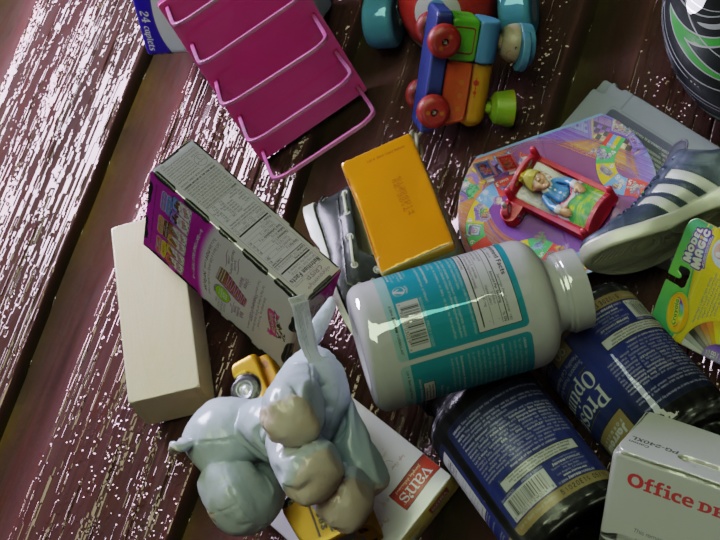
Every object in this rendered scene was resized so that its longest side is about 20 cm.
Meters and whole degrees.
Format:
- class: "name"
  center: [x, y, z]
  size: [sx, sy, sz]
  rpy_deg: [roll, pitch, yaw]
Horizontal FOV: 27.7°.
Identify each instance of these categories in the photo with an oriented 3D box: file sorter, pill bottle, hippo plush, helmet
- class: "file sorter"
  center: [-0.091, -0.215, 1.481]
  size: [0.138, 0.201, 0.126]
  rpy_deg: [-33, 23, 2]
- class: "pill bottle"
  center: [0.094, 0.041, 1.233]
  size: [0.198, 0.111, 0.112]
  rpy_deg: [-15, 61, -4]
- class: "pill bottle"
  center: [0.250, 0.116, 1.276]
  size: [0.111, 0.112, 0.200]
  rpy_deg: [-37, 59, -1]
- class: "hippo plush"
  center: [-0.086, 0.142, 1.232]
  size: [0.159, 0.159, 0.202]
  rpy_deg: [-22, 80, 18]
- class: "pill bottle"
  center: [0.133, 0.158, 1.288]
  size: [0.111, 0.112, 0.201]
  rpy_deg: [-36, 60, 0]
- class: "helmet"
  center: [0.376, -0.227, 1.350]
  size: [0.189, 0.199, 0.202]
  rpy_deg: [-10, 60, 40]

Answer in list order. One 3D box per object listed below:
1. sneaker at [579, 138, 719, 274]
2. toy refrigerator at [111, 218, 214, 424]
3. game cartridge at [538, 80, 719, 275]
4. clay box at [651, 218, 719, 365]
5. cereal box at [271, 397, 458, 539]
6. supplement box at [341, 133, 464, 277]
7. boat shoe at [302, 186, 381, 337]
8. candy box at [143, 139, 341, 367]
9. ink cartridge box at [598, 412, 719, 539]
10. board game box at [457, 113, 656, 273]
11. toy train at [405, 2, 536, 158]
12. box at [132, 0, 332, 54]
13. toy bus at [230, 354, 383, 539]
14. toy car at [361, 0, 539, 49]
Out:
- class: "sneaker"
  center: [0.282, -0.067, 1.337]
  size: [0.198, 0.075, 0.085]
  rpy_deg: [-23, 63, -3]
- class: "toy refrigerator"
  center: [-0.201, 0.049, 1.492]
  size: [0.075, 0.070, 0.202]
  rpy_deg: [-14, 62, 4]
- class: "game cartridge"
  center: [0.271, -0.086, 1.409]
  size: [0.133, 0.041, 0.200]
  rpy_deg: [-46, 60, -10]
- class: "clay box"
  center: [0.363, 0.041, 1.277]
  size: [0.199, 0.047, 0.116]
  rpy_deg: [30, 113, 28]
- class: "cereal box"
  center: [-0.025, 0.196, 1.375]
  size: [0.199, 0.040, 0.144]
  rpy_deg: [35, 81, 29]
- class: "supplement box"
  center: [0.057, -0.016, 1.354]
  size: [0.073, 0.200, 0.127]
  rpy_deg: [-23, 58, 5]
- class: "boat shoe"
  center: [0.000, 0.000, 1.440]
  size: [0.060, 0.076, 0.201]
  rpy_deg: [-29, 60, 10]
- class: "candy box"
  center: [-0.118, -0.014, 1.413]
  size: [0.200, 0.137, 0.061]
  rpy_deg: [42, 60, 12]
- class: "ink cartridge box"
  center: [0.267, 0.233, 1.165]
  size: [0.144, 0.083, 0.202]
  rpy_deg: [17, 117, 26]
- class: "board game box"
  center: [0.182, -0.070, 1.390]
  size: [0.198, 0.039, 0.160]
  rpy_deg: [-18, 63, 16]
- class: "toy train"
  center: [0.107, -0.163, 1.481]
  size: [0.114, 0.202, 0.085]
  rpy_deg: [5, 20, -10]
- class: "box"
  center: [-0.151, -0.346, 1.581]
  size: [0.198, 0.186, 0.105]
  rpy_deg: [-3, 31, 18]
- class: "toy bus"
  center: [-0.053, 0.166, 1.338]
  size: [0.078, 0.065, 0.201]
  rpy_deg: [-26, 60, 5]
- class: "toy car"
  center: [0.079, -0.343, 1.499]
  size: [0.182, 0.200, 0.179]
  rpy_deg: [-2, 62, 19]
